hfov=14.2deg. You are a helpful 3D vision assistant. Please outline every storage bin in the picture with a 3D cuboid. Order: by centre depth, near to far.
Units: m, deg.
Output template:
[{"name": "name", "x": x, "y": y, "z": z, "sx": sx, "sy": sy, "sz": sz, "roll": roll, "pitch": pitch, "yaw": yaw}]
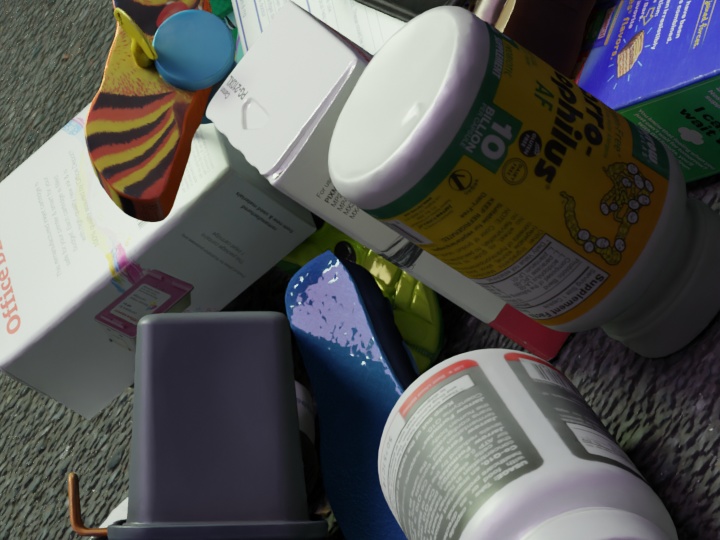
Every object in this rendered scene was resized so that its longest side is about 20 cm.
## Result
[{"name": "storage bin", "x": -0.089, "y": 0.093, "z": 1.603, "sx": 0.200, "sy": 0.145, "sz": 0.135, "roll": 115, "pitch": 154, "yaw": -85}]

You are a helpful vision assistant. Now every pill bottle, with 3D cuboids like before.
[{"name": "pill bottle", "x": 0.085, "y": 0.126, "z": 1.385, "sx": 0.114, "sy": 0.114, "sz": 0.200, "roll": -53, "pitch": 25, "yaw": 10}, {"name": "pill bottle", "x": 0.093, "y": -0.038, "z": 1.462, "sx": 0.113, "sy": 0.200, "sz": 0.113, "roll": -43, "pitch": 27, "yaw": 29}]

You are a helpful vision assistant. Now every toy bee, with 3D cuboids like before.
[{"name": "toy bee", "x": -0.116, "y": -0.130, "z": 1.671, "sx": 0.200, "sy": 0.109, "sz": 0.131, "roll": -57, "pitch": -15, "yaw": -37}]

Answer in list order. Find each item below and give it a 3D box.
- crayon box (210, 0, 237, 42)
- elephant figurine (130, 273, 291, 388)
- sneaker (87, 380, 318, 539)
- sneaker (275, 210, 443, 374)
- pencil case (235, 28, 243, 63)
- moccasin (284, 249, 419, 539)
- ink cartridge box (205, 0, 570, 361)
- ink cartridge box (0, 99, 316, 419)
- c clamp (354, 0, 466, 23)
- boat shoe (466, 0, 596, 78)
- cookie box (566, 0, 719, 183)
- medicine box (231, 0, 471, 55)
[{"name": "crayon box", "x": -0.139, "y": -0.100, "z": 2.105, "sx": 0.200, "sy": 0.058, "sz": 0.119, "roll": -67, "pitch": 8, "yaw": -19}, {"name": "elephant figurine", "x": -0.094, "y": 0.020, "z": 1.847, "sx": 0.200, "sy": 0.141, "sz": 0.155, "roll": 0, "pitch": 91, "yaw": 60}, {"name": "sneaker", "x": -0.094, "y": 0.140, "z": 1.779, "sx": 0.200, "sy": 0.075, "sz": 0.087, "roll": -35, "pitch": 20, "yaw": 28}, {"name": "sneaker", "x": 0.000, "y": 0.000, "z": 1.748, "sx": 0.074, "sy": 0.084, "sz": 0.200, "roll": -53, "pitch": 43, "yaw": 8}, {"name": "pencil case", "x": -0.040, "y": -0.184, "z": 2.027, "sx": 0.092, "sy": 0.085, "sz": 0.200, "roll": -41, "pitch": 29, "yaw": 34}, {"name": "moccasin", "x": 0.019, "y": 0.079, "z": 1.613, "sx": 0.080, "sy": 0.068, "sz": 0.200, "roll": -27, "pitch": 60, "yaw": 28}, {"name": "ink cartridge box", "x": 0.029, "y": -0.051, "z": 1.596, "sx": 0.084, "sy": 0.200, "sz": 0.145, "roll": -55, "pitch": 25, "yaw": 5}, {"name": "ink cartridge box", "x": -0.140, "y": -0.029, "z": 1.772, "sx": 0.200, "sy": 0.085, "sz": 0.145, "roll": -38, "pitch": 43, "yaw": 18}, {"name": "c clamp", "x": 0.042, "y": -0.222, "z": 1.620, "sx": 0.200, "sy": 0.027, "sz": 0.171, "roll": 19, "pitch": 97, "yaw": 57}, {"name": "boat shoe", "x": 0.105, "y": -0.172, "z": 1.573, "sx": 0.200, "sy": 0.070, "sz": 0.070, "roll": -58, "pitch": 28, "yaw": -1}, {"name": "cookie box", "x": 0.187, "y": -0.137, "z": 1.555, "sx": 0.200, "sy": 0.075, "sz": 0.171, "roll": -18, "pitch": 45, "yaw": 56}, {"name": "medicine box", "x": 0.025, "y": -0.174, "z": 1.731, "sx": 0.200, "sy": 0.103, "sz": 0.182, "roll": -38, "pitch": 50, "yaw": 34}]
